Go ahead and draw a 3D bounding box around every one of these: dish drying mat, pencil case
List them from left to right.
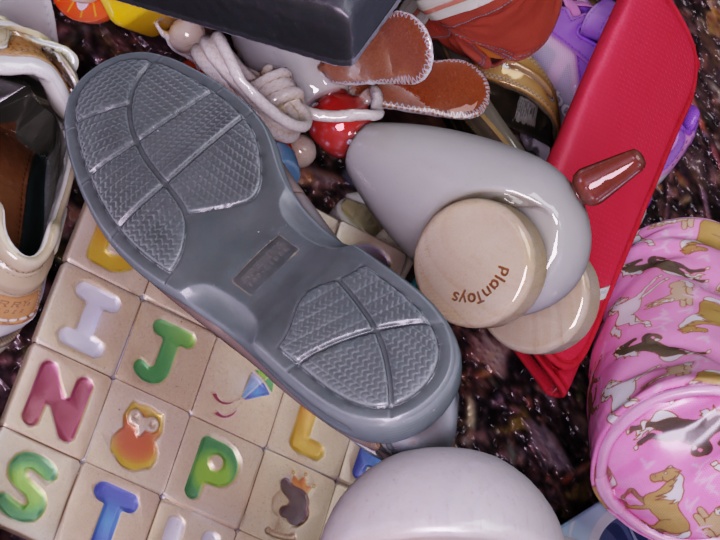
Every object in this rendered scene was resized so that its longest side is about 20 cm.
[{"bbox_3d":[0.113,-0.044,0.888,0.077,0.018,0.201,50,55,-39],"label":"dish drying mat"},{"bbox_3d":[0.148,0.044,0.869,0.086,0.083,0.200,17,24,0],"label":"pencil case"}]

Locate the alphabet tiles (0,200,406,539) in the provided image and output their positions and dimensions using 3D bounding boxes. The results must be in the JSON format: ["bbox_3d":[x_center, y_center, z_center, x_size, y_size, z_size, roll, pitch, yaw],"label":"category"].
[{"bbox_3d":[-0.051,0.061,0.724,0.166,0.006,0.201,27,66,-21],"label":"alphabet tiles"}]

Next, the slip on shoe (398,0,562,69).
[{"bbox_3d":[0.059,-0.121,0.804,0.061,0.074,0.200,35,-3,-3],"label":"slip on shoe"}]

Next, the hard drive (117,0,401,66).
[{"bbox_3d":[-0.021,-0.169,0.762,0.139,0.033,0.200,18,51,20],"label":"hard drive"}]

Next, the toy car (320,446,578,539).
[{"bbox_3d":[0.015,0.168,0.648,0.200,0.149,0.176,45,39,-54],"label":"toy car"}]

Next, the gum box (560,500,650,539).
[{"bbox_3d":[0.136,0.181,0.831,0.200,0.045,0.170,-22,77,-48],"label":"gum box"}]

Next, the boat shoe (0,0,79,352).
[{"bbox_3d":[-0.138,-0.064,0.742,0.074,0.068,0.201,16,52,-34],"label":"boat shoe"}]

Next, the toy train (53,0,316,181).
[{"bbox_3d":[-0.093,-0.122,0.843,0.150,0.055,0.201,42,22,-52],"label":"toy train"}]

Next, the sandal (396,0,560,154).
[{"bbox_3d":[0.063,-0.089,0.930,0.054,0.080,0.201,-27,73,-4],"label":"sandal"}]

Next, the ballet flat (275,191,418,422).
[{"bbox_3d":[0.000,0.000,0.829,0.070,0.069,0.200,48,41,-3],"label":"ballet flat"}]

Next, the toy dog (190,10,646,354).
[{"bbox_3d":[0.036,-0.058,0.768,0.200,0.096,0.132,46,10,-1],"label":"toy dog"}]

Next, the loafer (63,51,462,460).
[{"bbox_3d":[-0.039,0.001,0.685,0.072,0.063,0.200,-37,58,-14],"label":"loafer"}]

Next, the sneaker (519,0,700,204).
[{"bbox_3d":[0.102,-0.117,0.985,0.200,0.088,0.080,53,42,4],"label":"sneaker"}]
